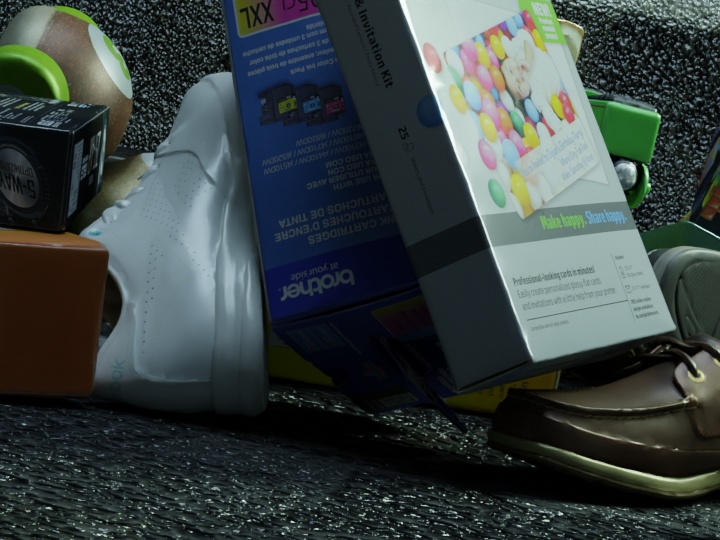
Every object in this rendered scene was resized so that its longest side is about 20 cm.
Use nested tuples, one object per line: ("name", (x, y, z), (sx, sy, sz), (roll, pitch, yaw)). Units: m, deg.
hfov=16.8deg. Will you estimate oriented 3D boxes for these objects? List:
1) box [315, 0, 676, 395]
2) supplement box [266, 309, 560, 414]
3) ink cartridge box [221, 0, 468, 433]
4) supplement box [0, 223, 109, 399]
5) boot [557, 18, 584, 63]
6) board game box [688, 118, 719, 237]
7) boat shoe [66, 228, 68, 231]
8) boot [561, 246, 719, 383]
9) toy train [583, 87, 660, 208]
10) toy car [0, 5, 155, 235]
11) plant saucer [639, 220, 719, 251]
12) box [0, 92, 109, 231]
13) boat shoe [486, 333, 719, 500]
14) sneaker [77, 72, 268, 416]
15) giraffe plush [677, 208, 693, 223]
("box", (0.054, -0.055, 1.018), (0.041, 0.201, 0.156), (-25, -9, 27))
("supplement box", (0.000, 0.000, 1.217), (0.199, 0.110, 0.109), (10, 5, -7))
("ink cartridge box", (0.006, -0.024, 1.067), (0.076, 0.201, 0.136), (-13, -23, 14))
("supplement box", (-0.182, 0.004, 1.048), (0.069, 0.067, 0.200), (3, 7, -32))
("boot", (0.052, -0.102, 1.299), (0.175, 0.066, 0.200), (-34, 13, -33))
("board game box", (0.275, -0.033, 1.375), (0.165, 0.057, 0.200), (31, 26, 1))
("boat shoe", (-0.136, -0.031, 1.535), (0.199, 0.072, 0.068), (10, 2, 31))
("boot", (0.147, 0.028, 1.268), (0.150, 0.073, 0.200), (15, -6, 36))
("toy train", (0.106, -0.068, 1.260), (0.042, 0.057, 0.200), (12, 3, -15))
("toy car", (-0.122, -0.041, 1.326), (0.199, 0.158, 0.164), (22, 14, -3))
("plant saucer", (0.166, 0.005, 1.346), (0.070, 0.019, 0.200), (27, -11, -12))
("box", (-0.199, -0.057, 1.081), (0.160, 0.044, 0.200), (6, 6, -3))
("boat shoe", (0.134, 0.059, 1.038), (0.200, 0.068, 0.072), (6, 6, -40))
("sneaker", (-0.086, -0.018, 1.064), (0.088, 0.075, 0.200), (-3, 40, -1))
("giraffe plush", (0.303, 0.015, 1.504), (0.200, 0.172, 0.162), (51, 11, -31))
